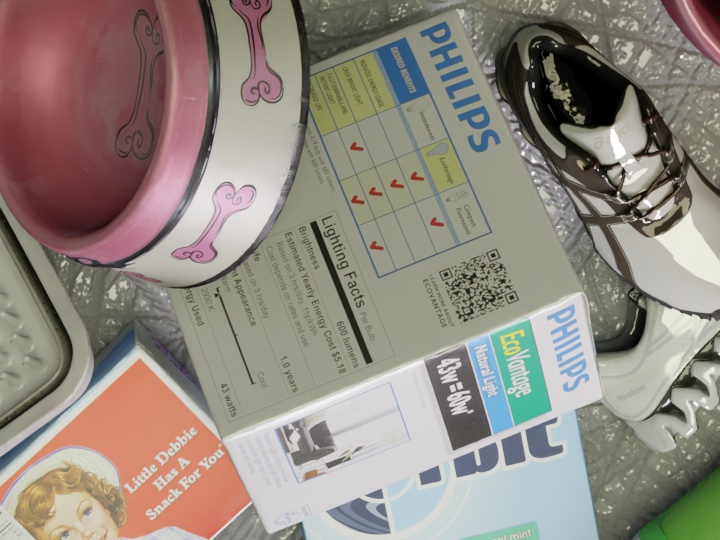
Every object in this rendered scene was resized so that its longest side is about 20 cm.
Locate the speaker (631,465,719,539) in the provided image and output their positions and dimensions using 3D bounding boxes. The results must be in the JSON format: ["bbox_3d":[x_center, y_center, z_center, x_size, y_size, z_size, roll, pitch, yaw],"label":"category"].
[{"bbox_3d":[0.247,0.136,1.560,0.200,0.088,0.088,-40,105,3],"label":"speaker"}]

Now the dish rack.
[{"bbox_3d":[-0.238,0.047,1.397,0.200,0.044,0.172,-36,63,9],"label":"dish rack"}]

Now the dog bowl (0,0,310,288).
[{"bbox_3d":[-0.116,-0.091,1.340,0.074,0.200,0.200,1,106,-41],"label":"dog bowl"}]

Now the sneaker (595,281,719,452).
[{"bbox_3d":[0.203,0.007,1.535,0.081,0.075,0.200,36,96,-5],"label":"sneaker"}]

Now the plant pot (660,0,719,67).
[{"bbox_3d":[0.237,-0.200,1.431,0.200,0.179,0.200,-2,104,-6],"label":"plant pot"}]

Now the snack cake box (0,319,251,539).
[{"bbox_3d":[-0.161,0.139,1.519,0.200,0.067,0.115,-42,103,3],"label":"snack cake box"}]

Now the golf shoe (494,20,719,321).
[{"bbox_3d":[0.145,-0.052,1.472,0.078,0.094,0.200,-43,87,1],"label":"golf shoe"}]

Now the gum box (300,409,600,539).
[{"bbox_3d":[0.042,0.100,1.546,0.170,0.045,0.200,-12,104,-4],"label":"gum box"}]

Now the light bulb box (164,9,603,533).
[{"bbox_3d":[0.000,0.000,1.428,0.200,0.125,0.198,-21,60,-1],"label":"light bulb box"}]
